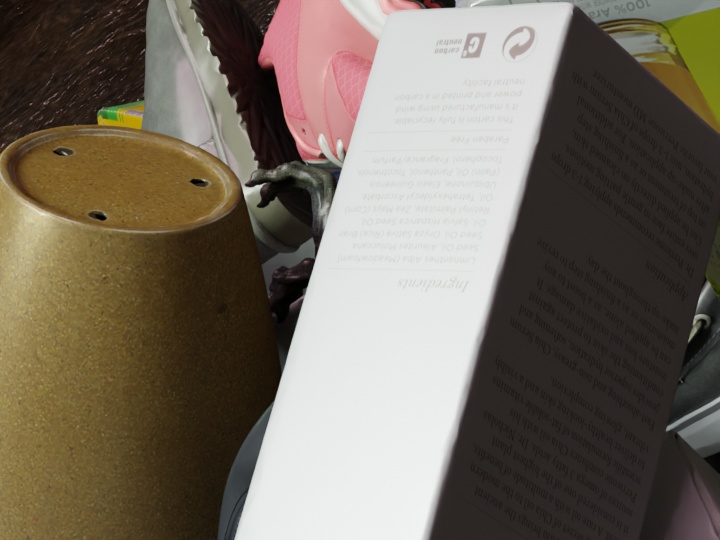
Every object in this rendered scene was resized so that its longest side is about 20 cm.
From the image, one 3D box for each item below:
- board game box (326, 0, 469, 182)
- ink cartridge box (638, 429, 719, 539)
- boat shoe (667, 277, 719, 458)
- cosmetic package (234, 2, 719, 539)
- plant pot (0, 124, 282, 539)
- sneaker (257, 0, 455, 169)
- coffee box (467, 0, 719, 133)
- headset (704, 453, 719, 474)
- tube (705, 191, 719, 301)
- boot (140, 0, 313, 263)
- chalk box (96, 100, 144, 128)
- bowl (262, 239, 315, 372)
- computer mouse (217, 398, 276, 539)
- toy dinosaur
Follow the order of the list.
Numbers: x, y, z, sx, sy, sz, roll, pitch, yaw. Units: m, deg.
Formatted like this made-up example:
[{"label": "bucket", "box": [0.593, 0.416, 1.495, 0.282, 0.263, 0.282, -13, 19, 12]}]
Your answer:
[{"label": "board game box", "box": [0.056, -0.111, 1.328, 0.134, 0.034, 0.200, -23, 19, 27]}, {"label": "ink cartridge box", "box": [0.064, 0.162, 0.929, 0.200, 0.146, 0.086, -35, 44, 12]}, {"label": "boat shoe", "box": [0.075, 0.049, 1.065, 0.200, 0.066, 0.070, -27, 23, 42]}, {"label": "cosmetic package", "box": [0.036, 0.033, 0.850, 0.071, 0.101, 0.200, 1, 66, 39]}, {"label": "plant pot", "box": [-0.104, 0.052, 1.132, 0.186, 0.200, 0.186, 8, 25, -4]}, {"label": "sneaker", "box": [0.016, -0.064, 1.200, 0.087, 0.074, 0.200, -52, 38, 17]}, {"label": "coffee box", "box": [0.178, -0.093, 1.153, 0.199, 0.198, 0.200, -12, 31, 20]}, {"label": "headset", "box": [0.107, 0.108, 1.130, 0.200, 0.094, 0.124, 14, 56, 46]}, {"label": "tube", "box": [0.162, 0.048, 0.943, 0.058, 0.200, 0.052, -21, 25, 38]}, {"label": "boot", "box": [-0.123, -0.026, 1.276, 0.200, 0.073, 0.182, -35, 44, 20]}, {"label": "chalk box", "box": [-0.013, -0.036, 1.465, 0.200, 0.125, 0.124, -12, 11, -23]}, {"label": "bowl", "box": [0.029, -0.001, 1.276, 0.201, 0.090, 0.201, -28, 17, 9]}, {"label": "computer mouse", "box": [-0.026, 0.102, 1.061, 0.138, 0.053, 0.200, -42, -23, -48]}, {"label": "toy dinosaur", "box": [0.000, 0.000, 1.132, 0.088, 0.200, 0.047, 21, 25, 29]}]
